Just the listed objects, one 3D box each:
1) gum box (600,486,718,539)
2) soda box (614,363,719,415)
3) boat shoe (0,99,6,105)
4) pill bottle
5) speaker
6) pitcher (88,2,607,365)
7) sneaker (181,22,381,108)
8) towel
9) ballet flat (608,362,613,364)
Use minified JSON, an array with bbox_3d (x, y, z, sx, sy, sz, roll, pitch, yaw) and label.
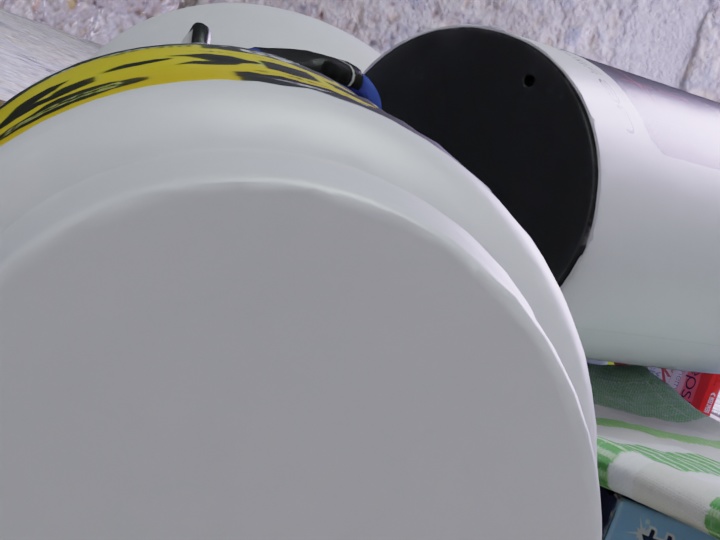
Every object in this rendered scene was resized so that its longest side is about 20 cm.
[{"bbox_3d":[0.143,0.101,0.818,0.200,0.045,0.170,22,5,-6],"label":"gum box"},{"bbox_3d":[0.123,0.018,1.591,0.063,0.070,0.200,19,6,-29],"label":"soda box"},{"bbox_3d":[-0.073,-0.011,0.834,0.200,0.065,0.071,30,-32,22],"label":"boat shoe"},{"bbox_3d":[-0.024,0.023,0.476,0.114,0.115,0.200,21,4,-8],"label":"pill bottle"},{"bbox_3d":[0.068,-0.014,0.808,0.081,0.081,0.200,24,7,28],"label":"speaker"},{"bbox_3d":[0.000,0.000,0.967,0.200,0.121,0.172,27,-15,44],"label":"pitcher"},{"bbox_3d":[-0.047,-0.006,0.718,0.080,0.115,0.199,19,4,-43],"label":"sneaker"},{"bbox_3d":[0.110,0.056,0.760,0.200,0.023,0.152,24,7,38],"label":"towel"},{"bbox_3d":[0.062,0.005,1.067,0.067,0.067,0.200,49,-14,40],"label":"ballet flat"}]
